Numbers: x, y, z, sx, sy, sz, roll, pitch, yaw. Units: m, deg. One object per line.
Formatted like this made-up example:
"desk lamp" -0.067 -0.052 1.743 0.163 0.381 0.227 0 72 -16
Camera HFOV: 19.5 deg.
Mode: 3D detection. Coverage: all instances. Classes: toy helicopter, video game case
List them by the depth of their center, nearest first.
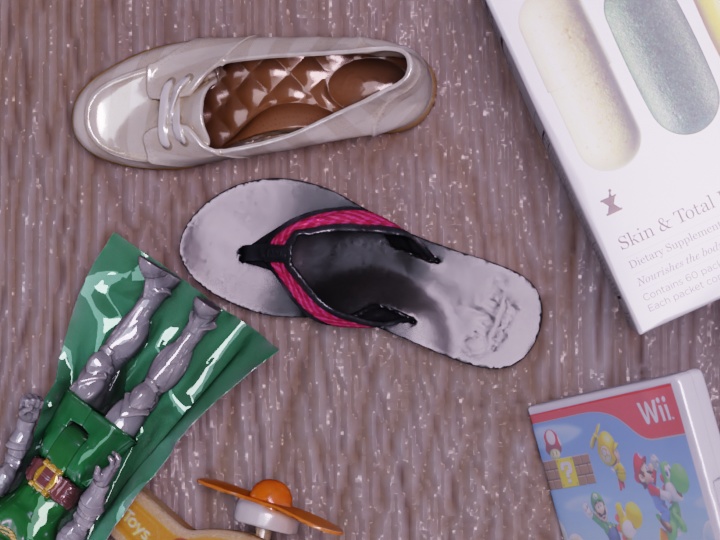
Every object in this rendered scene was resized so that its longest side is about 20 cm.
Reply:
"video game case" 0.151 0.156 1.048 0.017 0.143 0.200 -13 86 -27
"toy helicopter" -0.091 0.145 1.106 0.200 0.079 0.132 42 100 18

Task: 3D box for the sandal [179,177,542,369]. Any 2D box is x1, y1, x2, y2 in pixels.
"sandal" 0.000 0.000 1.109 0.200 0.045 0.075 16 91 7

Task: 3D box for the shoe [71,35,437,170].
"shoe" -0.060 -0.095 1.115 0.199 0.053 0.070 -7 88 6

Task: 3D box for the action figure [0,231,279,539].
"action figure" -0.145 0.091 1.092 0.118 0.055 0.200 33 91 26

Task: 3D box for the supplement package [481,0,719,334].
"supplement package" 0.163 -0.090 1.039 0.152 0.151 0.200 -25 86 6
